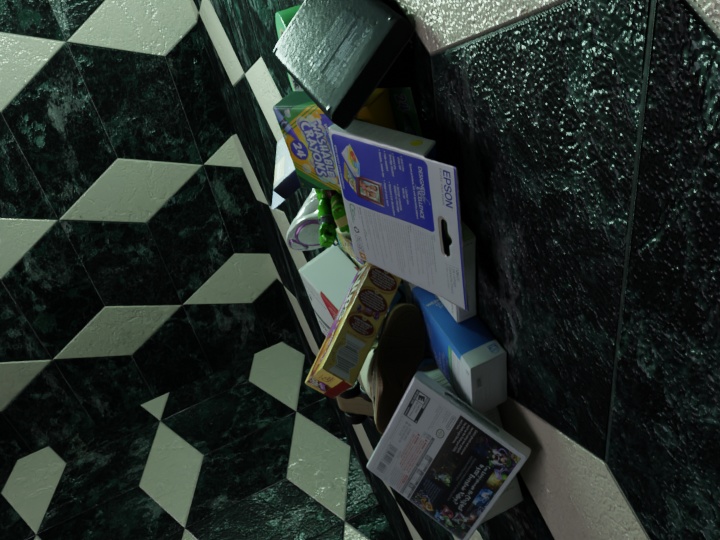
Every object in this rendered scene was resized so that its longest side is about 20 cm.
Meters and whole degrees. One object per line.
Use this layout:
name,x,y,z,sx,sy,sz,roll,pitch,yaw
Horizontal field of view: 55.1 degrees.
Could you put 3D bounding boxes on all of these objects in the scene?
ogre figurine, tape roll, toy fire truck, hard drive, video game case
ogre figurine,-0.032,-0.149,1.077,0.202,0.096,0.121,91,165,-47
tape roll,-0.095,-0.347,1.193,0.200,0.047,0.205,162,91,-83
toy fire truck,0.063,0.212,1.357,0.202,0.172,0.131,-63,-32,-46
hard drive,-0.030,-0.282,0.854,0.033,0.140,0.201,22,-158,-43
video game case,0.115,0.263,0.964,0.180,0.023,0.203,34,125,15

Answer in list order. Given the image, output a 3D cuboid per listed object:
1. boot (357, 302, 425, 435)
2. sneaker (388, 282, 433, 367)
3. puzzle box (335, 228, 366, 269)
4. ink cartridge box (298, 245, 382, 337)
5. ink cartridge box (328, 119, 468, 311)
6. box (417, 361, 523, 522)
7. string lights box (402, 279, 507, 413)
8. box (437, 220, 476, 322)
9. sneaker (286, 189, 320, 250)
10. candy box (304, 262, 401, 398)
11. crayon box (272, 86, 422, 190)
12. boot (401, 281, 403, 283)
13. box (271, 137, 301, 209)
boot,0.038,0.124,1.052,0.155,0.070,0.205,-123,37,-66
sneaker,0.074,0.093,1.166,0.082,0.072,0.202,56,169,50
puzzle box,0.000,0.000,1.200,0.133,0.025,0.202,39,158,49
ink cartridge box,-0.019,0.078,1.213,0.147,0.082,0.202,45,162,34
ink cartridge box,0.057,-0.071,0.838,0.198,0.047,0.201,24,139,37
box,0.149,0.259,1.066,0.152,0.104,0.204,-149,39,-70
string lights box,0.130,0.094,0.977,0.201,0.058,0.104,-123,17,-45
box,0.095,-0.046,0.944,0.201,0.036,0.146,55,162,43
sneaker,-0.065,-0.118,1.264,0.074,0.200,0.101,31,-153,-26
candy box,-0.006,0.078,1.009,0.056,0.203,0.117,27,157,-6
crayon box,-0.013,-0.170,0.908,0.197,0.052,0.128,8,132,36
boot,0.025,-0.042,1.213,0.202,0.069,0.174,56,166,8
box,-0.080,-0.192,1.062,0.032,0.199,0.123,32,-145,-31
